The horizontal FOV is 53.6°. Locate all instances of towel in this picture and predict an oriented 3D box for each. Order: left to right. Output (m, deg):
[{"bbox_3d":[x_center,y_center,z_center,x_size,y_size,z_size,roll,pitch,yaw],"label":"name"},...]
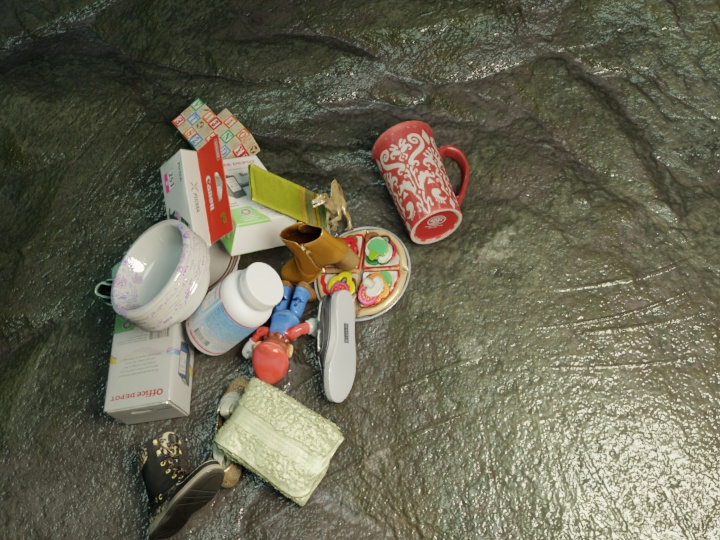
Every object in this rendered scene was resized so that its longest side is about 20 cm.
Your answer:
[{"bbox_3d":[-0.140,0.289,1.227,0.197,0.037,0.150,31,71,6],"label":"towel"},{"bbox_3d":[-0.138,-0.142,1.406,0.018,0.197,0.088,-33,53,33],"label":"towel"}]

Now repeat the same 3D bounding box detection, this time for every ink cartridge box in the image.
[{"bbox_3d":[-0.402,0.180,1.374,0.141,0.088,0.205,-11,58,12],"label":"ink cartridge box"},{"bbox_3d":[-0.326,-0.143,1.407,0.172,0.043,0.206,-25,72,45],"label":"ink cartridge box"},{"bbox_3d":[-0.238,-0.137,1.455,0.143,0.085,0.201,-14,51,-34],"label":"ink cartridge box"}]

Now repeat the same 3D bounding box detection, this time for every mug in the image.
[{"bbox_3d":[0.130,-0.174,1.368,0.174,0.134,0.204,-23,61,6],"label":"mug"}]

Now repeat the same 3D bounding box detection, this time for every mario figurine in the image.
[{"bbox_3d":[-0.146,0.126,1.343,0.122,0.105,0.204,-26,37,46],"label":"mario figurine"}]

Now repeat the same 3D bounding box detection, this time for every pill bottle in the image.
[{"bbox_3d":[-0.230,0.069,1.315,0.199,0.107,0.111,-35,50,37],"label":"pill bottle"}]

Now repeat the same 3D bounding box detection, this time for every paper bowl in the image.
[{"bbox_3d":[-0.358,0.017,1.321,0.197,0.104,0.205,-22,49,27],"label":"paper bowl"}]

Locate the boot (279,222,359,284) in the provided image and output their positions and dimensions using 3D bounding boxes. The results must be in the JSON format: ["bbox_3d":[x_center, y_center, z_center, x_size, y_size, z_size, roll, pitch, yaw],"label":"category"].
[{"bbox_3d":[-0.111,-0.037,1.340,0.197,0.143,0.073,-10,60,35],"label":"boot"}]

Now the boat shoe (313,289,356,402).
[{"bbox_3d":[-0.054,0.138,1.296,0.067,0.071,0.206,-13,68,38],"label":"boat shoe"}]

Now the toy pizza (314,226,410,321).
[{"bbox_3d":[0.000,0.000,1.372,0.194,0.032,0.205,-8,61,14],"label":"toy pizza"}]

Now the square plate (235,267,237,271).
[{"bbox_3d":[-0.337,-0.001,1.484,0.192,0.029,0.205,-7,61,15],"label":"square plate"}]

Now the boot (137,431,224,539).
[{"bbox_3d":[-0.319,0.350,1.239,0.201,0.072,0.152,-50,49,25],"label":"boot"}]

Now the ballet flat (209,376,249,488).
[{"bbox_3d":[-0.232,0.281,1.278,0.068,0.066,0.205,-7,61,14],"label":"ballet flat"}]

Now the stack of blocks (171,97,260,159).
[{"bbox_3d":[-0.331,-0.308,1.628,0.115,0.059,0.200,-41,58,-7],"label":"stack of blocks"}]

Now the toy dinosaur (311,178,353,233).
[{"bbox_3d":[-0.045,-0.130,1.418,0.056,0.200,0.104,-4,104,13],"label":"toy dinosaur"}]

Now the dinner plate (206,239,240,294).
[{"bbox_3d":[-0.331,-0.025,1.465,0.194,0.024,0.205,-8,60,14],"label":"dinner plate"}]

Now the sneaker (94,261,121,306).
[{"bbox_3d":[-0.490,0.021,1.448,0.198,0.116,0.076,26,101,45],"label":"sneaker"}]
